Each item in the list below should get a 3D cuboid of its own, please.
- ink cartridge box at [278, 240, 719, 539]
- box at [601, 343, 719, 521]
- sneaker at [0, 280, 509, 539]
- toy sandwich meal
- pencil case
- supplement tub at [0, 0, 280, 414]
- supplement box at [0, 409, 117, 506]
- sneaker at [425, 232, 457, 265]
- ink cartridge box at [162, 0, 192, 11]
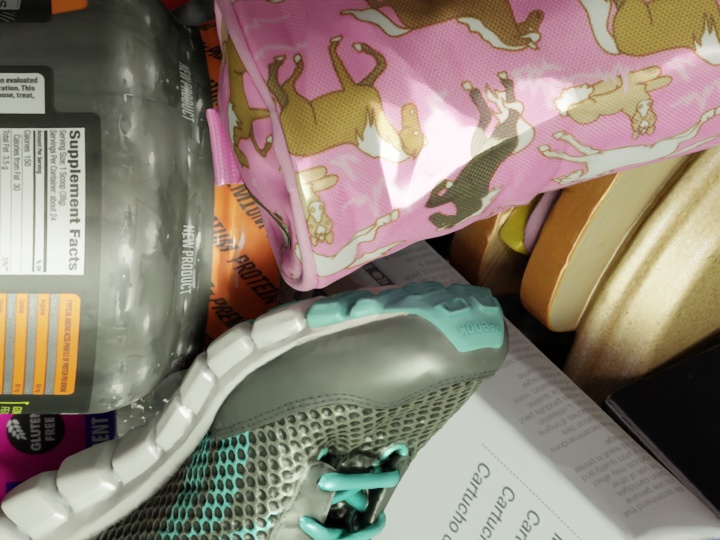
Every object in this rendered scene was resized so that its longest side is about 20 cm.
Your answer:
[{"bbox_3d":[0.025,0.112,0.866,0.041,0.200,0.200,-21,143,-42],"label":"ink cartridge box"},{"bbox_3d":[0.164,0.098,0.922,0.200,0.104,0.182,-22,141,-29],"label":"box"},{"bbox_3d":[-0.022,0.072,0.800,0.077,0.091,0.200,-4,156,-42],"label":"sneaker"},{"bbox_3d":[0.108,-0.012,0.914,0.205,0.070,0.205,-35,150,-24],"label":"toy sandwich meal"},{"bbox_3d":[0.060,-0.059,0.739,0.199,0.083,0.087,-18,150,-8],"label":"pencil case"},{"bbox_3d":[-0.124,-0.022,0.811,0.199,0.123,0.123,1,120,-9],"label":"supplement tub"},{"bbox_3d":[-0.175,0.052,0.912,0.199,0.103,0.101,-2,122,-6],"label":"supplement box"},{"bbox_3d":[0.000,0.000,0.918,0.070,0.082,0.200,6,120,-12],"label":"sneaker"},{"bbox_3d":[-0.138,-0.122,0.847,0.176,0.045,0.200,-25,121,8],"label":"ink cartridge box"}]
